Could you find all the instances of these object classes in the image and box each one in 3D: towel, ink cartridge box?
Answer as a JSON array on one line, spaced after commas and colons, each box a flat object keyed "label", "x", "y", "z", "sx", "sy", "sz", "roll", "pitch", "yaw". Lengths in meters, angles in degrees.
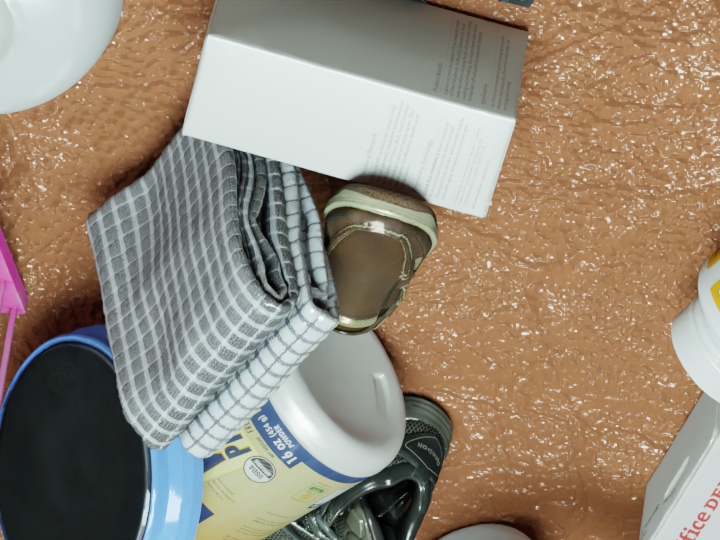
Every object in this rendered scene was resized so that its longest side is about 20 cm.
[{"label": "towel", "x": -0.098, "y": -0.004, "z": 1.680, "sx": 0.085, "sy": 0.201, "sz": 0.166, "roll": 13, "pitch": 134, "yaw": -31}, {"label": "ink cartridge box", "x": 0.312, "y": 0.164, "z": 1.820, "sx": 0.199, "sy": 0.085, "sz": 0.146, "roll": 21, "pitch": 129, "yaw": -7}]

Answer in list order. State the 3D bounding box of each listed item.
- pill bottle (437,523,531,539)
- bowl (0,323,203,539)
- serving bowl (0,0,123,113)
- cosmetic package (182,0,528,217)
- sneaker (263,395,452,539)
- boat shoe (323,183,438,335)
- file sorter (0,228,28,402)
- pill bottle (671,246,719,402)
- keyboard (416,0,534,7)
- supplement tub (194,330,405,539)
[{"label": "pill bottle", "x": 0.112, "y": 0.293, "z": 1.937, "sx": 0.111, "sy": 0.112, "sz": 0.201, "roll": -14, "pitch": 125, "yaw": 19}, {"label": "bowl", "x": -0.183, "y": 0.137, "z": 1.766, "sx": 0.039, "sy": 0.201, "sz": 0.201, "roll": 1, "pitch": 141, "yaw": -42}, {"label": "serving bowl", "x": -0.253, "y": -0.176, "z": 1.659, "sx": 0.199, "sy": 0.066, "sz": 0.201, "roll": 5, "pitch": 129, "yaw": 6}, {"label": "cosmetic package", "x": -0.002, "y": -0.119, "z": 1.637, "sx": 0.199, "sy": 0.108, "sz": 0.085, "roll": 15, "pitch": 129, "yaw": -1}, {"label": "sneaker", "x": -0.022, "y": 0.177, "z": 1.868, "sx": 0.199, "sy": 0.115, "sz": 0.076, "roll": -31, "pitch": 116, "yaw": 30}, {"label": "boat shoe", "x": 0.006, "y": 0.002, "z": 1.683, "sx": 0.074, "sy": 0.075, "sz": 0.202, "roll": 14, "pitch": 167, "yaw": 1}, {"label": "file sorter", "x": -0.315, "y": 0.027, "z": 1.741, "sx": 0.138, "sy": 0.126, "sz": 0.200, "roll": 4, "pitch": 155, "yaw": 5}, {"label": "pill bottle", "x": 0.295, "y": 0.003, "z": 1.682, "sx": 0.109, "sy": 0.110, "sz": 0.200, "roll": 35, "pitch": 125, "yaw": -18}, {"label": "keyboard", "x": 0.011, "y": -0.191, "z": 1.592, "sx": 0.199, "sy": 0.021, "sz": 0.127, "roll": 14, "pitch": 170, "yaw": -7}, {"label": "supplement tub", "x": -0.083, "y": 0.113, "z": 1.806, "sx": 0.200, "sy": 0.145, "sz": 0.144, "roll": -33, "pitch": 117, "yaw": 29}]
